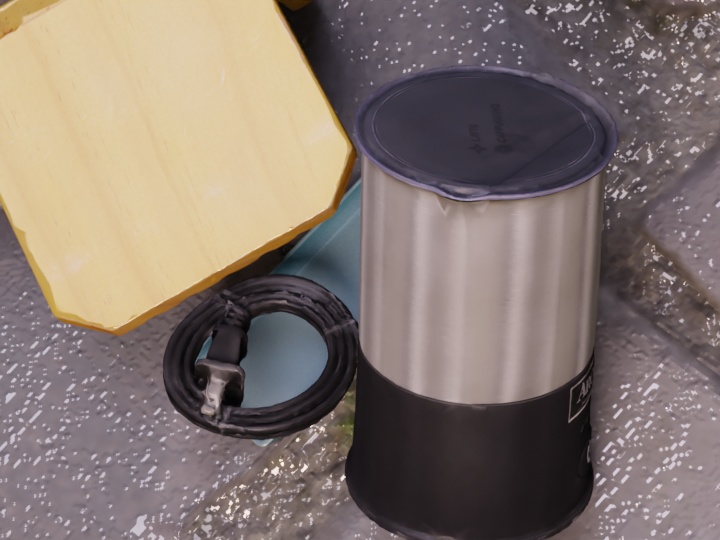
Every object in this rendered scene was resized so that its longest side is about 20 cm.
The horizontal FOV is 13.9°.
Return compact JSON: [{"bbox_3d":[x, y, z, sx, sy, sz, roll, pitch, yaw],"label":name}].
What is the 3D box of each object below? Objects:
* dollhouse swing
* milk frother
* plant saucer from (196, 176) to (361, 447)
[{"bbox_3d":[-0.100,-0.076,1.517,0.199,0.182,0.176,-30,89,4],"label":"dollhouse swing"},{"bbox_3d":[0.009,0.003,1.348,0.199,0.189,0.181,-1,31,-4],"label":"milk frother"},{"bbox_3d":[0.000,0.000,1.473,0.200,0.019,0.070,-47,57,-7],"label":"plant saucer"}]
